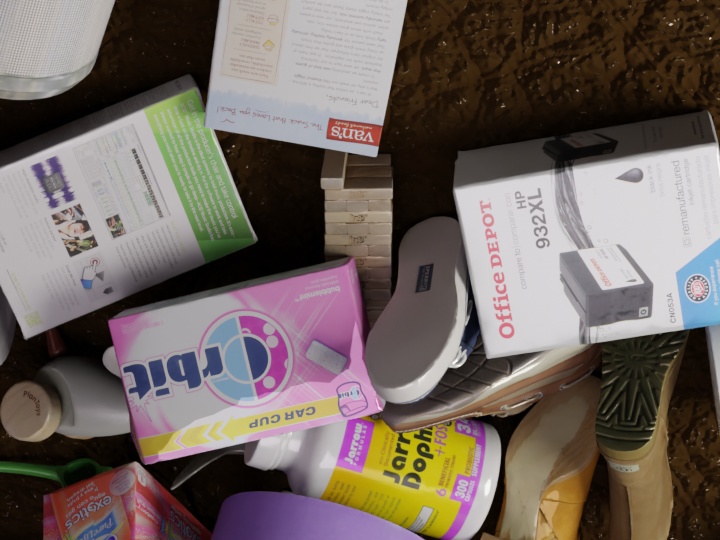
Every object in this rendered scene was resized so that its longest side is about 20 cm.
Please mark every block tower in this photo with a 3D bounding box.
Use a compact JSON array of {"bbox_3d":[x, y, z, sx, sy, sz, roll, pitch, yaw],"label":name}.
[{"bbox_3d":[0.000,0.000,1.451,0.057,0.054,0.201,-1,124,3],"label":"block tower"}]

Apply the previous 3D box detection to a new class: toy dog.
[{"bbox_3d":[-0.195,0.086,1.498,0.198,0.132,0.097,-5,84,2],"label":"toy dog"}]

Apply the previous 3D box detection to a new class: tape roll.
[{"bbox_3d":[-0.032,0.259,1.506,0.198,0.086,0.200,14,157,6],"label":"tape roll"}]

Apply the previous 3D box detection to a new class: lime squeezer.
[{"bbox_3d":[-0.233,0.193,1.609,0.199,0.038,0.071,26,152,-14],"label":"lime squeezer"}]

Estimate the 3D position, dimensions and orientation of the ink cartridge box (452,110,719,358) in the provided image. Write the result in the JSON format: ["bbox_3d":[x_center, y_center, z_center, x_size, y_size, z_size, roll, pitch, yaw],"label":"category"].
[{"bbox_3d":[0.179,-0.026,1.392,0.198,0.084,0.146,-9,111,10],"label":"ink cartridge box"}]

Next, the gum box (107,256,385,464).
[{"bbox_3d":[-0.090,0.069,1.394,0.198,0.066,0.114,-13,95,6],"label":"gum box"}]

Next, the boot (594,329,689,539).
[{"bbox_3d":[0.230,0.127,1.497,0.066,0.176,0.201,12,150,21],"label":"boot"}]

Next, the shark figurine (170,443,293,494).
[{"bbox_3d":[-0.044,0.195,1.562,0.214,0.090,0.128,35,117,-20],"label":"shark figurine"}]

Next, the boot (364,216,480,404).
[{"bbox_3d":[0.058,0.052,1.395,0.072,0.201,0.091,-6,126,21],"label":"boot"}]

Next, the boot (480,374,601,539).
[{"bbox_3d":[0.165,0.196,1.557,0.070,0.202,0.144,24,169,28],"label":"boot"}]

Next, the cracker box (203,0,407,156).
[{"bbox_3d":[-0.035,-0.190,1.327,0.133,0.058,0.201,10,122,-3],"label":"cracker box"}]

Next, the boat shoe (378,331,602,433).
[{"bbox_3d":[0.110,0.088,1.471,0.199,0.076,0.072,-21,132,-3],"label":"boat shoe"}]

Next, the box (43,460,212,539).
[{"bbox_3d":[-0.182,0.266,1.575,0.094,0.103,0.200,-21,138,16],"label":"box"}]

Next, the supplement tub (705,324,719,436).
[{"bbox_3d":[0.374,0.076,1.423,0.198,0.145,0.146,-8,122,9],"label":"supplement tub"}]

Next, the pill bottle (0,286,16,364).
[{"bbox_3d":[-0.382,0.024,1.454,0.198,0.113,0.113,-1,123,4],"label":"pill bottle"}]

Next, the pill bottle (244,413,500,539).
[{"bbox_3d":[0.009,0.152,1.514,0.198,0.105,0.105,16,123,-11],"label":"pill bottle"}]

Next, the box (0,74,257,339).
[{"bbox_3d":[-0.195,-0.048,1.407,0.199,0.036,0.145,-22,121,-4],"label":"box"}]

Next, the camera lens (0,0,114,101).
[{"bbox_3d":[-0.237,-0.230,1.251,0.159,0.160,0.201,19,122,-9],"label":"camera lens"}]
